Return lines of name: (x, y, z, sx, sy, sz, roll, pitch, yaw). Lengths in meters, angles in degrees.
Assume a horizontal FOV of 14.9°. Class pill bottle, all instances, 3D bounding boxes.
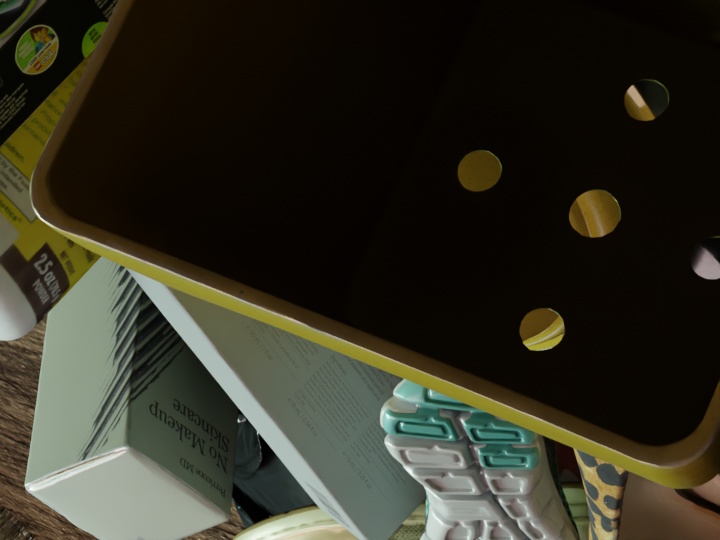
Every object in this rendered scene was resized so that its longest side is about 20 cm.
pill bottle: (-0.119, -0.074, 1.159, 0.109, 0.200, 0.109, 38, 164, 13)

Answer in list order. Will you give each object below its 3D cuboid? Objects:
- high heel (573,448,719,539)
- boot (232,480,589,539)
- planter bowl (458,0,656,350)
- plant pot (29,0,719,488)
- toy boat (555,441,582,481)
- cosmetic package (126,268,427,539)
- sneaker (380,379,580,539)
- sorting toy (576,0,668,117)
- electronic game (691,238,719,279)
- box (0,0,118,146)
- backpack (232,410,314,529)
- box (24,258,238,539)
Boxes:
high heel: (0.134, 0.113, 1.096, 0.200, 0.071, 0.143, 61, 176, -6)
boot: (0.038, 0.180, 1.273, 0.200, 0.156, 0.073, -7, 173, 18)
planter bowl: (0.013, -0.025, 0.992, 0.200, 0.083, 0.201, 28, 147, 20)
plant pot: (0.055, -0.044, 0.807, 0.200, 0.200, 0.176, 21, 168, 19)
toy boat: (0.118, 0.150, 1.327, 0.200, 0.131, 0.131, 35, 163, 25)
cosmetic package: (0.000, 0.000, 1.164, 0.052, 0.151, 0.200, 33, 163, 50)
sneaker: (0.058, 0.074, 1.159, 0.077, 0.091, 0.200, 2, 142, 9)
sorting toy: (0.034, -0.126, 0.957, 0.200, 0.036, 0.185, 49, 163, -26)
electronic game: (0.126, 0.008, 1.086, 0.200, 0.042, 0.200, 44, 171, 8)
box: (-0.142, -0.116, 1.102, 0.110, 0.200, 0.035, 26, 158, 44)
backpack: (-0.018, 0.085, 1.494, 0.167, 0.127, 0.200, 59, 161, -18)
box: (-0.104, 0.030, 1.335, 0.068, 0.200, 0.082, -23, 137, 30)
